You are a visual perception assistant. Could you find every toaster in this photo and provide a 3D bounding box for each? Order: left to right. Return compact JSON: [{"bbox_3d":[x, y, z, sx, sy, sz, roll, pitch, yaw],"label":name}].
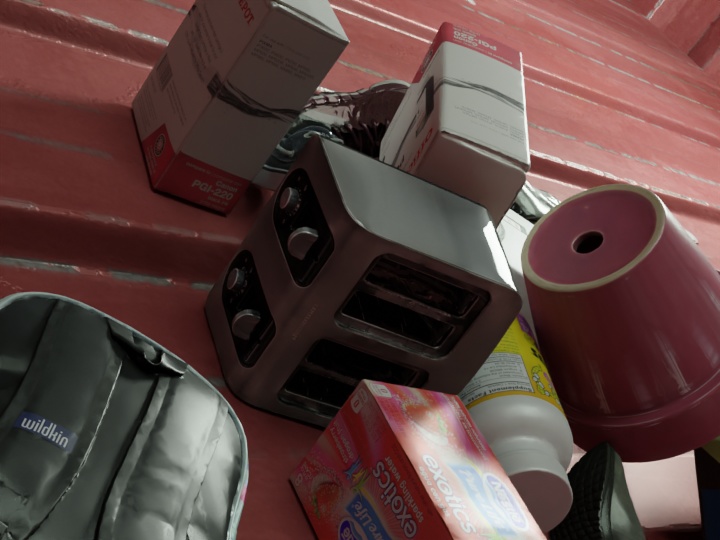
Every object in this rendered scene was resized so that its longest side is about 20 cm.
[{"bbox_3d":[0.006,0.022,0.932,0.199,0.181,0.119,21,32,-28],"label":"toaster"}]

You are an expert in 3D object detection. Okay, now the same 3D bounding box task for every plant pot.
[{"bbox_3d":[0.229,0.034,1.063,0.179,0.199,0.200,58,11,-34],"label":"plant pot"}]

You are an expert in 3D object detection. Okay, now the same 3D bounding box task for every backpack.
[{"bbox_3d":[-0.148,0.113,0.602,0.177,0.151,0.200,33,32,-14],"label":"backpack"}]

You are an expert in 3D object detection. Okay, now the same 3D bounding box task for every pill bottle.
[{"bbox_3d":[0.108,0.116,0.986,0.104,0.104,0.200,25,28,-23],"label":"pill bottle"}]

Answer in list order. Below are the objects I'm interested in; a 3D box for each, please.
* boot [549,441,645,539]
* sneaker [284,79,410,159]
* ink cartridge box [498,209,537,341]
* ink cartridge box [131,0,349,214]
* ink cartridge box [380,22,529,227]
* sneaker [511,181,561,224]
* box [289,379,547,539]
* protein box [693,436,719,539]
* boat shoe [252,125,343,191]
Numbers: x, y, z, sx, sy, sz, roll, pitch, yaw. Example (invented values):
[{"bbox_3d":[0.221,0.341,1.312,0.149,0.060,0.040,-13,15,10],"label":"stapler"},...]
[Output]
[{"bbox_3d":[0.220,0.239,0.981,0.130,0.068,0.200,35,32,-15],"label":"boot"},{"bbox_3d":[0.007,-0.133,1.218,0.199,0.076,0.115,-27,38,-30],"label":"sneaker"},{"bbox_3d":[0.114,-0.016,1.245,0.199,0.084,0.146,32,25,-9],"label":"ink cartridge box"},{"bbox_3d":[-0.111,-0.174,1.089,0.084,0.200,0.146,19,30,-33],"label":"ink cartridge box"},{"bbox_3d":[0.076,-0.100,1.069,0.084,0.146,0.200,20,35,-12],"label":"ink cartridge box"},{"bbox_3d":[0.168,-0.080,1.445,0.200,0.074,0.079,32,30,-11],"label":"sneaker"},{"bbox_3d":[0.048,0.180,0.803,0.094,0.103,0.200,14,32,-40],"label":"box"},{"bbox_3d":[0.428,0.191,1.123,0.200,0.198,0.136,-19,103,-60],"label":"protein box"},{"bbox_3d":[-0.042,-0.094,1.098,0.071,0.068,0.200,17,3,-27],"label":"boat shoe"}]
